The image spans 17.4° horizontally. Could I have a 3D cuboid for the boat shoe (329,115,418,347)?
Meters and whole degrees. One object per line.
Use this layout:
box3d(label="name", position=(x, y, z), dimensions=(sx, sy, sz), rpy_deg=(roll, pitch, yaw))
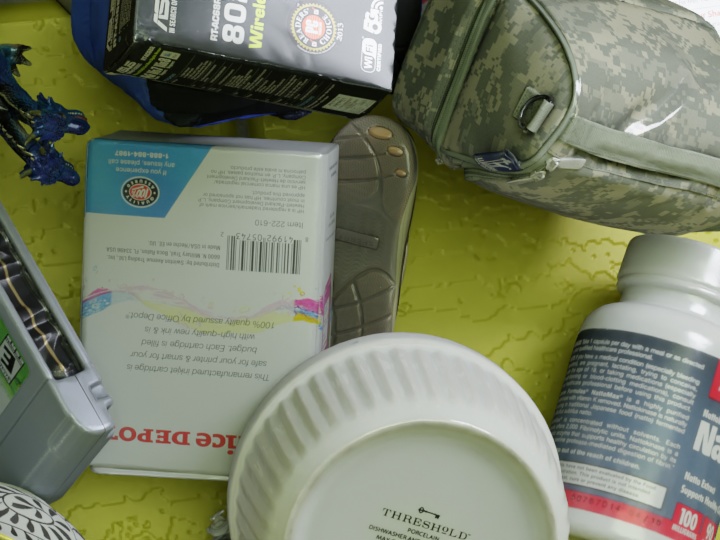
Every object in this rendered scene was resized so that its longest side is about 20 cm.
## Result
box3d(label="boat shoe", position=(0.000, 0.000, 1.485), dimensions=(0.074, 0.073, 0.201), rpy_deg=(20, 101, 11))

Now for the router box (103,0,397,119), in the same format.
box3d(label="router box", position=(-0.055, -0.195, 1.287), dimensions=(0.149, 0.062, 0.201), rpy_deg=(9, 75, -20))

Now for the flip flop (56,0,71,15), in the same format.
box3d(label="flip flop", position=(-0.205, -0.228, 1.492), dimensions=(0.200, 0.058, 0.081), rpy_deg=(45, 78, -4))

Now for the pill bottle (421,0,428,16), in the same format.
box3d(label="pill bottle", position=(0.040, -0.254, 1.518), dimensions=(0.119, 0.120, 0.201), rpy_deg=(-21, 86, -15))

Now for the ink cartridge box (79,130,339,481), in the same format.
box3d(label="ink cartridge box", position=(-0.091, 0.021, 1.420), dimensions=(0.144, 0.085, 0.201), rpy_deg=(4, 97, 5))

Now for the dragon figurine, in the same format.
box3d(label="dragon figurine", position=(-0.247, -0.115, 1.380), dimensions=(0.200, 0.099, 0.059), rpy_deg=(26, 103, -12))

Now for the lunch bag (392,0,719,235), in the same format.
box3d(label="lunch bag", position=(0.140, -0.099, 1.414), dimensions=(0.200, 0.168, 0.140), rpy_deg=(13, 108, -36))

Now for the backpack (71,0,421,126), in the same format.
box3d(label="backpack", position=(-0.080, -0.177, 1.425), dimensions=(0.200, 0.168, 0.163), rpy_deg=(-19, 126, -34))

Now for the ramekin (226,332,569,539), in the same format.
box3d(label="ramekin", position=(0.027, 0.144, 1.348), dimensions=(0.199, 0.105, 0.201), rpy_deg=(-2, 105, -9))

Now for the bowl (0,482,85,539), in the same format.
box3d(label="bowl", position=(-0.223, 0.187, 1.380), dimensions=(0.200, 0.201, 0.094), rpy_deg=(26, 38, -7))

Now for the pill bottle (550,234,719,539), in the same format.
box3d(label="pill bottle", position=(0.185, 0.086, 1.483), dimensions=(0.119, 0.120, 0.201), rpy_deg=(20, 77, -8))

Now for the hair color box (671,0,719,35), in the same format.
box3d(label="hair color box", position=(0.219, -0.178, 1.573), dimensions=(0.111, 0.064, 0.201), rpy_deg=(-9, 84, -12))

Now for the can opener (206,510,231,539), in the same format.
box3d(label="can opener", position=(-0.021, 0.148, 1.442), dimensions=(0.200, 0.053, 0.067), rpy_deg=(-32, 97, 7))

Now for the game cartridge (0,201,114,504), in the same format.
box3d(label="game cartridge", position=(-0.222, 0.039, 1.401), dimensions=(0.040, 0.133, 0.200), rpy_deg=(-23, 74, -33))
